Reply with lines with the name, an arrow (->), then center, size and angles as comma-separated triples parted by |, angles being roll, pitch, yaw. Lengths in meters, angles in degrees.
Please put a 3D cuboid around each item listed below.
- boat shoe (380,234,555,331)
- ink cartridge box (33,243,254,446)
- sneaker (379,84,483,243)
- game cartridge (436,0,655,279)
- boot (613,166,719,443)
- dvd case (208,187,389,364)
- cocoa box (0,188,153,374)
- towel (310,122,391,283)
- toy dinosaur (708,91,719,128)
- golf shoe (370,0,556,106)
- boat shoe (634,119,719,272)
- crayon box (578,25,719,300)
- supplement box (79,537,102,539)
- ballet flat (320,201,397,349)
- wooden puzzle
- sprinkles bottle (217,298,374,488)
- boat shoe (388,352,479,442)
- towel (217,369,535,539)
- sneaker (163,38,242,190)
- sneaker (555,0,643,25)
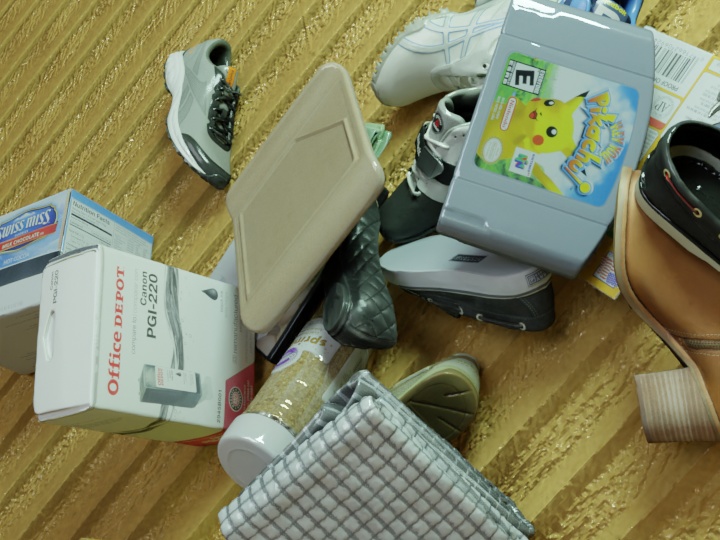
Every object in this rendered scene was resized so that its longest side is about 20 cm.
boat shoe -> 0.085, 0.013, 0.951 | 0.068, 0.057, 0.199 | -30, 22, -28
ink cartridge box -> -0.191, 0.074, 1.035 | 0.084, 0.199, 0.148 | -15, 68, 38
sneaker -> 0.076, -0.109, 0.998 | 0.199, 0.088, 0.075 | -41, 42, 16
game cartridge -> 0.149, -0.104, 0.864 | 0.131, 0.040, 0.203 | 18, 82, 5
boot -> 0.258, 0.015, 0.781 | 0.152, 0.074, 0.204 | -11, 87, 17
dvd case -> -0.070, -0.024, 1.124 | 0.142, 0.017, 0.202 | 35, 92, 44
cocoa box -> -0.345, 0.017, 1.244 | 0.198, 0.133, 0.133 | -16, 59, 32
towel -> -0.049, -0.069, 1.054 | 0.154, 0.023, 0.199 | -63, 25, -4
toy dinosaur -> 0.318, -0.094, 0.798 | 0.180, 0.199, 0.107 | -5, 102, 45
golf shoe -> 0.097, -0.194, 1.037 | 0.198, 0.078, 0.099 | -31, 59, 25
boat shoe -> 0.270, -0.021, 0.730 | 0.200, 0.063, 0.074 | 38, 67, 14
crayon box -> 0.223, -0.079, 0.895 | 0.125, 0.051, 0.201 | 37, 93, 43
supplement box -> -0.154, 0.303, 0.972 | 0.197, 0.109, 0.111 | -3, 67, 37
ballet flat -> 0.000, 0.000, 0.975 | 0.067, 0.056, 0.201 | -53, 21, 32
wooden puzzle -> -0.050, -0.066, 0.994 | 0.186, 0.037, 0.201 | -50, 32, 22
sprinkles bottle -> -0.043, 0.096, 0.949 | 0.067, 0.069, 0.201 | -7, 33, 36
boat shoe -> 0.018, 0.139, 0.952 | 0.200, 0.073, 0.063 | -40, 6, 21
towel -> 0.012, 0.191, 0.843 | 0.165, 0.200, 0.086 | -43, 14, 14
sneaker -> -0.166, -0.178, 1.239 | 0.079, 0.074, 0.203 | -26, 55, 20
sneaker -> 0.174, -0.179, 0.923 | 0.202, 0.073, 0.082 | -62, 14, -24
